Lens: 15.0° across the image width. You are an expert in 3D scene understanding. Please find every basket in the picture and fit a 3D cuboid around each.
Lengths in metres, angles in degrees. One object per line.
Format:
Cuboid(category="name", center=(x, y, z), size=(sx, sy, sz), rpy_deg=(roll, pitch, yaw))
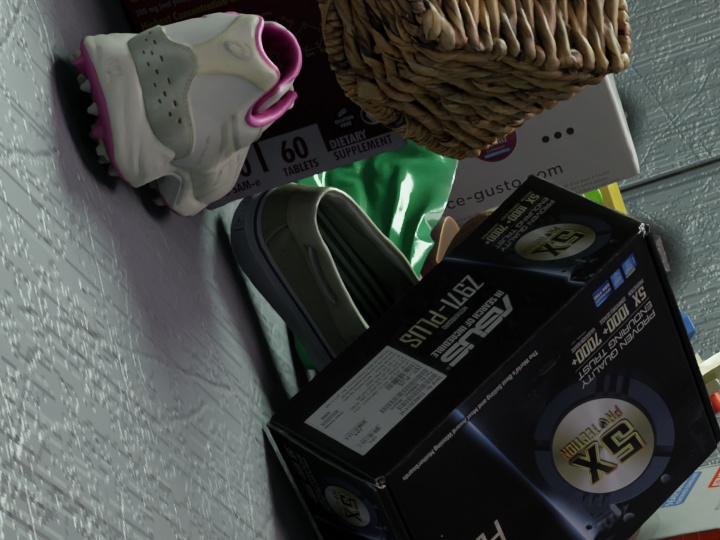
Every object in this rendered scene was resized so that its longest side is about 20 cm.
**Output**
Cuboid(category="basket", center=(0.028, -0.168, 1.301), size=(0.149, 0.143, 0.200), rpy_deg=(-27, -118, 57))

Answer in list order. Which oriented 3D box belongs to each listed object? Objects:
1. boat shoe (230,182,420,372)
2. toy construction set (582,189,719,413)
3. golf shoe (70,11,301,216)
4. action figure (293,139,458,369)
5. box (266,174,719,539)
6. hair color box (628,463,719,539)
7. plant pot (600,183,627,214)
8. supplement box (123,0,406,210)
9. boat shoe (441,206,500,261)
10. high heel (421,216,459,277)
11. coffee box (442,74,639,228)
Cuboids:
Cuboid(category="boat shoe", center=(0.012, 0.032, 1.406), size=(0.200, 0.062, 0.072), rpy_deg=(46, 61, -28))
Cuboid(category="toy construction set", center=(0.155, 0.025, 1.731), size=(0.200, 0.092, 0.131), rpy_deg=(43, -17, 2))
Cuboid(category="golf shoe", center=(-0.062, -0.071, 1.206), size=(0.200, 0.091, 0.075), rpy_deg=(8, 63, -83))
Cuboid(category="action figure", center=(0.000, 0.000, 1.511), size=(0.055, 0.118, 0.200), rpy_deg=(79, 9, -48))
Cuboid(category="box", center=(0.072, 0.082, 1.378), size=(0.086, 0.200, 0.164), rpy_deg=(26, -30, 43))
Cuboid(category="hair color box", center=(0.122, 0.164, 1.489), size=(0.064, 0.200, 0.111), rpy_deg=(70, 23, -11))
Cuboid(category="plant pot", center=(0.105, -0.001, 1.901), size=(0.200, 0.176, 0.200), rpy_deg=(-83, 154, -70))
Cuboid(category="supplement box", center=(-0.058, -0.142, 1.321), size=(0.061, 0.109, 0.200), rpy_deg=(-83, 154, -68))
Cuboid(category="boat shoe", center=(0.085, 0.041, 1.504), size=(0.075, 0.075, 0.203), rpy_deg=(40, -39, 33))
Cuboid(category="high heel", center=(-0.005, 0.051, 1.553), size=(0.067, 0.096, 0.200), rpy_deg=(62, 34, -38))
Cuboid(category="coffee box", center=(0.046, -0.153, 1.740), size=(0.200, 0.199, 0.198), rpy_deg=(-90, 160, -65))
